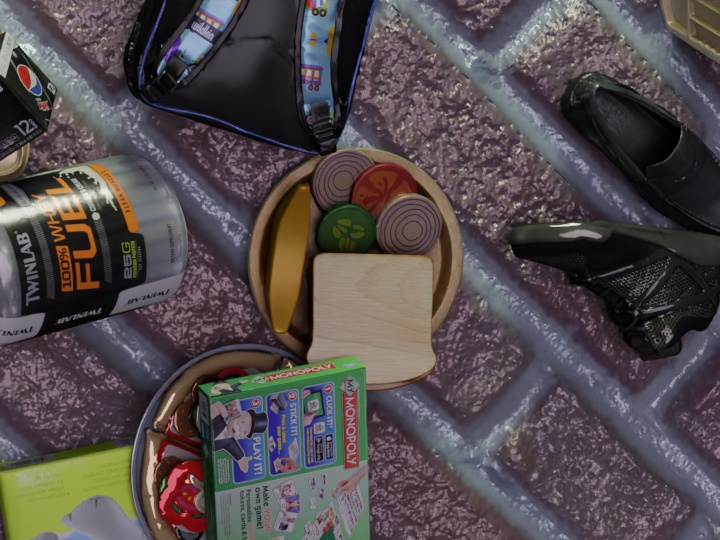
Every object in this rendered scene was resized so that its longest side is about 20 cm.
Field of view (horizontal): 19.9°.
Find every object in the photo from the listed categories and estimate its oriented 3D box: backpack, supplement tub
[{"bbox_3d":[-0.080,-0.207,1.617,0.182,0.135,0.201,16,92,-14],"label":"backpack"},{"bbox_3d":[-0.243,-0.013,1.573,0.199,0.122,0.123,-17,100,-34],"label":"supplement tub"}]

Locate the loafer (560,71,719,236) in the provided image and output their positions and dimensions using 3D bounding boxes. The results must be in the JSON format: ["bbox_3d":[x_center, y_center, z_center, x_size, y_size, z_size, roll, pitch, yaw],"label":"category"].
[{"bbox_3d":[0.255,-0.095,1.743,0.200,0.070,0.068,38,87,-14],"label":"loafer"}]

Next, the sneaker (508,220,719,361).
[{"bbox_3d":[0.218,0.015,1.742,0.199,0.076,0.115,9,87,-20],"label":"sneaker"}]

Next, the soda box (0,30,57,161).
[{"bbox_3d":[-0.328,-0.094,1.557,0.200,0.071,0.063,-30,119,17],"label":"soda box"}]

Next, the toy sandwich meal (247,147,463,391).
[{"bbox_3d":[0.000,0.000,1.690,0.204,0.070,0.206,-1,96,-14],"label":"toy sandwich meal"}]

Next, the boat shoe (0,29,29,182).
[{"bbox_3d":[-0.309,-0.161,1.599,0.073,0.069,0.201,-21,100,-11],"label":"boat shoe"}]

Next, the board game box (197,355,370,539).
[{"bbox_3d":[-0.058,0.177,1.652,0.134,0.029,0.201,-10,112,-23],"label":"board game box"}]

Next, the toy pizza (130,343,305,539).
[{"bbox_3d":[-0.092,0.160,1.680,0.199,0.032,0.201,-1,93,-28],"label":"toy pizza"}]

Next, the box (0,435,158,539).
[{"bbox_3d":[-0.221,0.245,1.673,0.121,0.048,0.201,-11,97,-12],"label":"box"}]

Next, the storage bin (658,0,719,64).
[{"bbox_3d":[0.370,-0.246,1.695,0.199,0.199,0.094,-19,117,-11],"label":"storage bin"}]
